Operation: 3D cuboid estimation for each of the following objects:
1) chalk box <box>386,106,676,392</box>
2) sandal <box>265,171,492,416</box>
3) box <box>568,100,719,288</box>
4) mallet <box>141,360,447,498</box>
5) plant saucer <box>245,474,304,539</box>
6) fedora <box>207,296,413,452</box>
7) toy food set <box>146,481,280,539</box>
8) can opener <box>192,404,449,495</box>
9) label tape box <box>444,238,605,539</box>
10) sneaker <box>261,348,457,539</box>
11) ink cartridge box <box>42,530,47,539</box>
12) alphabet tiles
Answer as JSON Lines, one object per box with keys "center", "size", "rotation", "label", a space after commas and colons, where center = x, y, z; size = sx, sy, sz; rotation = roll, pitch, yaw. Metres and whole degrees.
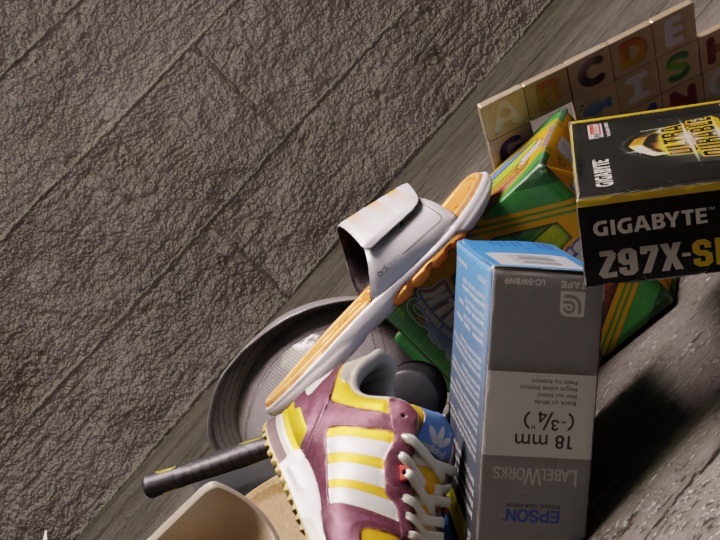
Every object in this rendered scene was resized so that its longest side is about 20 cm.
{"center": [0.104, 0.013, 0.967], "size": [0.200, 0.125, 0.124], "rotation": [-45, 6, 27], "label": "chalk box"}
{"center": [0.001, 0.000, 0.883], "size": [0.207, 0.059, 0.079], "rotation": [-47, 6, -13], "label": "sandal"}
{"center": [0.190, -0.049, 0.738], "size": [0.158, 0.050, 0.200], "rotation": [-6, 15, 10], "label": "box"}
{"center": [-0.040, 0.102, 0.862], "size": [0.198, 0.042, 0.066], "rotation": [-20, -1, 0], "label": "mallet"}
{"center": [-0.042, 0.188, 0.817], "size": [0.199, 0.035, 0.202], "rotation": [-26, 42, 26], "label": "plant saucer"}
{"center": [-0.019, 0.119, 1.061], "size": [0.201, 0.176, 0.091], "rotation": [-55, 29, 23], "label": "fedora"}
{"center": [-0.086, 0.233, 0.747], "size": [0.143, 0.060, 0.201], "rotation": [-44, 48, 20], "label": "toy food set"}
{"center": [-0.015, 0.133, 0.971], "size": [0.198, 0.068, 0.053], "rotation": [-19, 2, 14], "label": "can opener"}
{"center": [0.083, 0.091, 0.778], "size": [0.144, 0.063, 0.202], "rotation": [-109, 22, -83], "label": "label tape box"}
{"center": [0.017, 0.118, 0.740], "size": [0.090, 0.075, 0.200], "rotation": [-40, 43, 5], "label": "sneaker"}
{"center": [-0.181, 0.284, 0.873], "size": [0.149, 0.075, 0.201], "rotation": [-104, 31, -49], "label": "ink cartridge box"}
{"center": [0.188, -0.101, 1.024], "size": [0.198, 0.168, 0.008], "rotation": [-26, 47, -4], "label": "alphabet tiles"}
